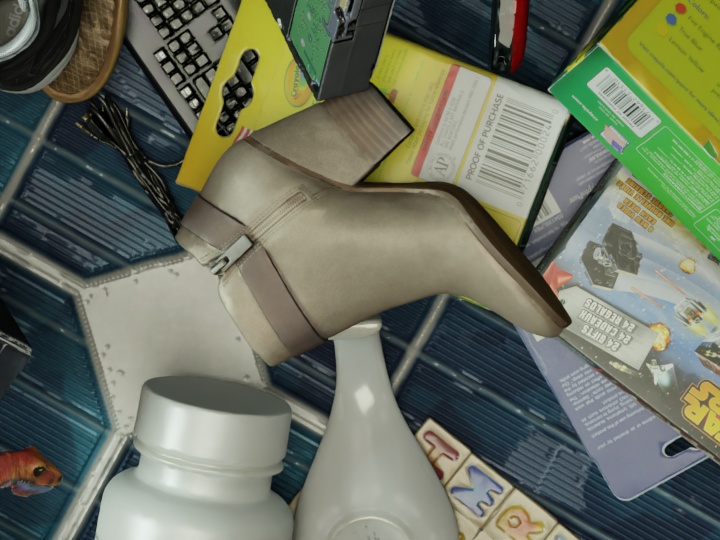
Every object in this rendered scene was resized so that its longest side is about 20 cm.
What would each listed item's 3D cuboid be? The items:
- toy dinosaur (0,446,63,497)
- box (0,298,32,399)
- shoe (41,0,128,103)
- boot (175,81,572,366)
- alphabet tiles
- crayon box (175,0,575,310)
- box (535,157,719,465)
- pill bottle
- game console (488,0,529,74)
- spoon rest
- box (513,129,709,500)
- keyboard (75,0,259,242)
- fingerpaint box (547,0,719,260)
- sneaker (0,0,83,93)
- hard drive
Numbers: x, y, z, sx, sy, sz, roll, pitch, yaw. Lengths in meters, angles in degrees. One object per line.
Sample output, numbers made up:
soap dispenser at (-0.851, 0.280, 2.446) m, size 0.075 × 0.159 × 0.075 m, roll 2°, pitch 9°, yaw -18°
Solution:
toy dinosaur at (-0.199, 0.202, 1.646) m, size 0.105 × 0.200 × 0.182 m, roll -9°, pitch 130°, yaw -10°
box at (-0.315, 0.004, 1.556) m, size 0.196 × 0.200 × 0.124 m, roll 28°, pitch 103°, yaw -36°
shoe at (-0.164, -0.198, 1.629) m, size 0.070 × 0.053 × 0.201 m, roll 1°, pitch 100°, yaw 9°
boot at (0.000, 0.000, 1.558) m, size 0.146 × 0.070 × 0.200 m, roll -42°, pitch 77°, yaw 7°
alphabet tiles at (0.041, 0.193, 1.693) m, size 0.200 × 0.006 × 0.167 m, roll 39°, pitch 99°, yaw -2°
crayon box at (0.010, -0.072, 1.614) m, size 0.199 × 0.051 × 0.127 m, roll 22°, pitch 95°, yaw 7°
box at (0.204, 0.025, 1.606) m, size 0.200 × 0.040 × 0.137 m, roll 38°, pitch 86°, yaw -6°
pill bottle at (-0.099, 0.169, 1.645) m, size 0.114 × 0.114 × 0.201 m, roll 11°, pitch 99°, yaw 2°
game console at (0.037, -0.200, 1.539) m, size 0.118 × 0.200 × 0.173 m, roll 4°, pitch 98°, yaw 3°
spoon rest at (0.005, 0.113, 1.660) m, size 0.099 × 0.061 × 0.201 m, roll -3°, pitch 111°, yaw 6°
box at (0.152, 0.021, 1.647) m, size 0.121 × 0.032 × 0.201 m, roll -29°, pitch 93°, yaw 8°
keyboard at (-0.085, -0.077, 1.657) m, size 0.127 × 0.021 × 0.200 m, roll -35°, pitch 94°, yaw 8°
fingerpaint box at (0.232, -0.094, 1.567) m, size 0.200 × 0.073 × 0.167 m, roll 44°, pitch 62°, yaw -3°
sneaker at (-0.180, -0.190, 1.546) m, size 0.075 × 0.114 × 0.201 m, roll 15°, pitch 102°, yaw 6°
hard drive at (-0.035, -0.211, 1.535) m, size 0.038 × 0.140 × 0.200 m, roll -14°, pitch 58°, yaw -20°
